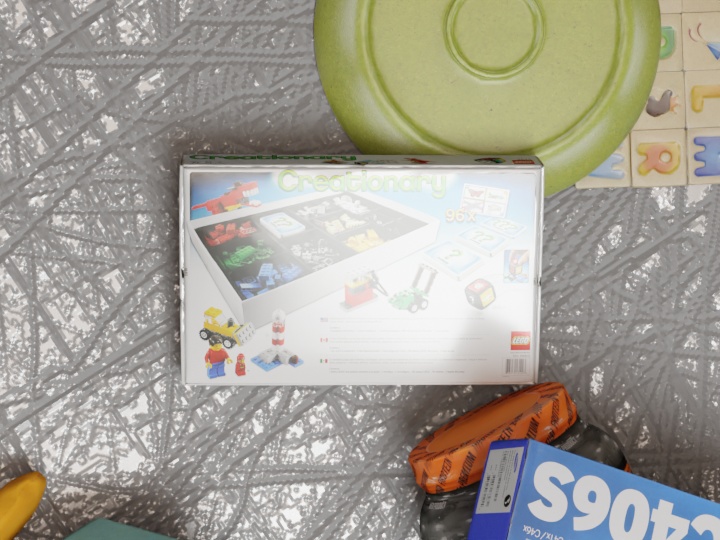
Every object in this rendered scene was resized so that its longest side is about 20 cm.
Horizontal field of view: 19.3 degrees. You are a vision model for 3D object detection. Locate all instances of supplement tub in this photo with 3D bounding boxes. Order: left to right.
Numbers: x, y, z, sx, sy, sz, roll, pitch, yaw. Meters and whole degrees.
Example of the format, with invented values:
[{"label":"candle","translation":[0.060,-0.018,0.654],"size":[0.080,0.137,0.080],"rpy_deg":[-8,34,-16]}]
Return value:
[{"label":"supplement tub","translation":[0.111,0.171,1.170],"size":[0.122,0.123,0.200],"rpy_deg":[-26,95,-5]}]

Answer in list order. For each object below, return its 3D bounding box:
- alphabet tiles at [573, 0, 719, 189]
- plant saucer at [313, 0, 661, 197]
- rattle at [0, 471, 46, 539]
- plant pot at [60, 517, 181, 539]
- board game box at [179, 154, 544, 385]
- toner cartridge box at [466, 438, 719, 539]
[{"label":"alphabet tiles","translation":[0.186,-0.132,1.222],"size":[0.200,0.006,0.167],"rpy_deg":[-2,93,-7]},{"label":"plant saucer","translation":[0.074,-0.135,1.192],"size":[0.200,0.031,0.200],"rpy_deg":[0,93,-5]},{"label":"rattle","translation":[-0.296,0.144,1.148],"size":[0.200,0.130,0.143],"rpy_deg":[15,79,19]},{"label":"plant pot","translation":[-0.140,0.240,1.102],"size":[0.200,0.141,0.141],"rpy_deg":[-56,141,-32]},{"label":"board game box","translation":[0.000,0.000,1.175],"size":[0.200,0.035,0.126],"rpy_deg":[0,104,-3]},{"label":"toner cartridge box","translation":[0.150,0.160,1.098],"size":[0.200,0.043,0.095],"rpy_deg":[20,77,-22]}]
